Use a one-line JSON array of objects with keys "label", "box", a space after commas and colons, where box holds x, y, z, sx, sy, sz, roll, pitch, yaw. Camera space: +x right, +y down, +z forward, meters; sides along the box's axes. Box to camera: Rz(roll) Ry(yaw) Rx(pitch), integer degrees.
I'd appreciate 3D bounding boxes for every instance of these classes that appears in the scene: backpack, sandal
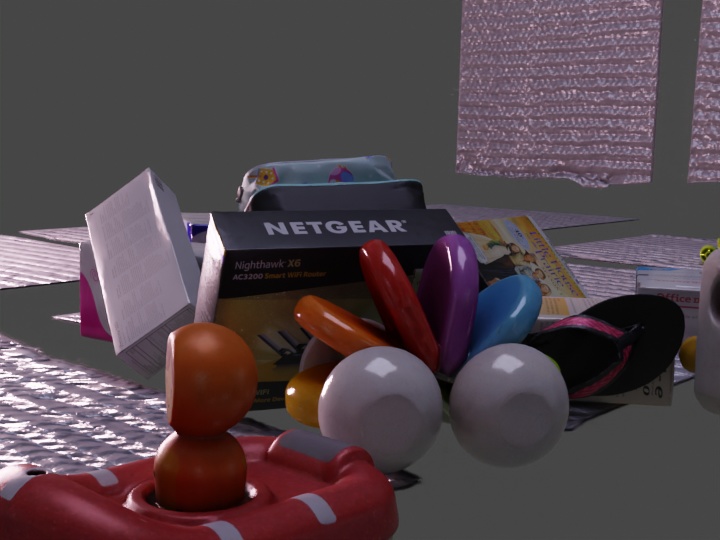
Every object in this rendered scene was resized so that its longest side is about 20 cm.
[{"label": "backpack", "box": [-0.035, -0.004, 0.987, 0.174, 0.201, 0.154, -8, 55, -20]}, {"label": "sandal", "box": [0.164, 0.070, 0.859, 0.198, 0.076, 0.045, -14, -3, 0]}]

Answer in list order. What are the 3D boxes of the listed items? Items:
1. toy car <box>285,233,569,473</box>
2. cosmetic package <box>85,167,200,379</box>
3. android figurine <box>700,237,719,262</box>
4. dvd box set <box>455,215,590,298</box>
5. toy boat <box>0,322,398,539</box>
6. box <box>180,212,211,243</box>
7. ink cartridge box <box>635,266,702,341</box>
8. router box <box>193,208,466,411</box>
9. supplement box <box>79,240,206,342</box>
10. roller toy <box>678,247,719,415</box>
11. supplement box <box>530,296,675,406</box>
[{"label": "toy car", "box": [0.046, 0.050, 0.762, 0.198, 0.152, 0.175, 0, 7, -11]}, {"label": "cosmetic package", "box": [-0.196, -0.001, 1.005, 0.082, 0.051, 0.201, -33, 45, 7]}, {"label": "android figurine", "box": [0.697, -0.030, 1.930, 0.180, 0.042, 0.200, 3, 8, 16]}, {"label": "dvd box set", "box": [0.181, 0.005, 1.246, 0.029, 0.147, 0.199, -44, -21, 31]}, {"label": "toy boat", "box": [-0.076, 0.090, 0.504, 0.130, 0.132, 0.199, 8, 10, 43]}, {"label": "box", "box": [-0.157, -0.019, 1.440, 0.182, 0.106, 0.200, -1, 7, -21]}, {"label": "ink cartridge box", "box": [0.365, 0.041, 1.212, 0.115, 0.067, 0.200, 3, 7, 14]}, {"label": "router box", "box": [-0.028, 0.032, 0.853, 0.198, 0.158, 0.052, -3, 36, -22]}, {"label": "supplement box", "box": [-0.189, 0.024, 1.114, 0.199, 0.102, 0.103, 7, 9, 36]}, {"label": "roller toy", "box": [0.341, 0.057, 0.804, 0.198, 0.141, 0.182, 5, -3, 16]}, {"label": "supplement box", "box": [0.167, 0.066, 0.954, 0.198, 0.074, 0.126, 2, 7, 8]}]
